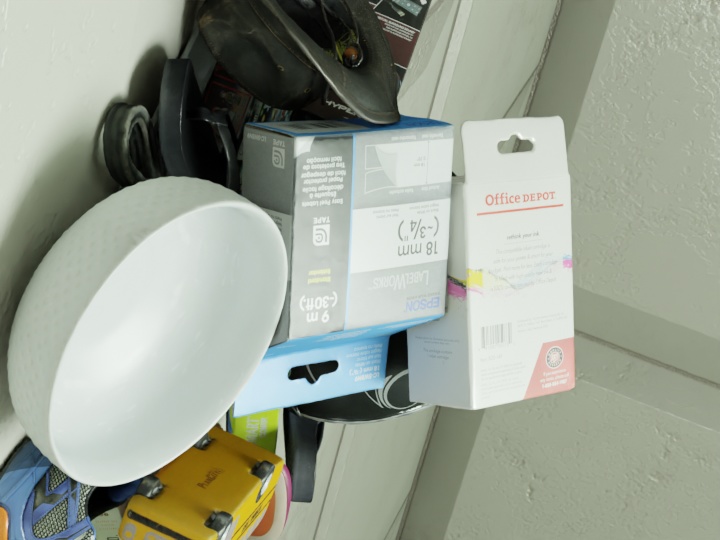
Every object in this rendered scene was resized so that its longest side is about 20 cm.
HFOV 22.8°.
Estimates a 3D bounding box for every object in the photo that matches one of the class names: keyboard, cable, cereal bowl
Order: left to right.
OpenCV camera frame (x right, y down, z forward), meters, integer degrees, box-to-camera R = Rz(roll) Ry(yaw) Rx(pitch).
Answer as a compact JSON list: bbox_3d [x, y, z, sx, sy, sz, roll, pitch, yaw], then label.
[{"bbox_3d":[-0.140,0.027,1.096,0.200,0.083,0.201,-36,146,-30],"label":"cereal bowl"},{"bbox_3d":[-0.133,-0.097,1.208,0.056,0.011,0.201,70,40,-68],"label":"keyboard"},{"bbox_3d":[-0.127,-0.039,1.177,0.201,0.050,0.097,93,20,-46],"label":"cable"}]

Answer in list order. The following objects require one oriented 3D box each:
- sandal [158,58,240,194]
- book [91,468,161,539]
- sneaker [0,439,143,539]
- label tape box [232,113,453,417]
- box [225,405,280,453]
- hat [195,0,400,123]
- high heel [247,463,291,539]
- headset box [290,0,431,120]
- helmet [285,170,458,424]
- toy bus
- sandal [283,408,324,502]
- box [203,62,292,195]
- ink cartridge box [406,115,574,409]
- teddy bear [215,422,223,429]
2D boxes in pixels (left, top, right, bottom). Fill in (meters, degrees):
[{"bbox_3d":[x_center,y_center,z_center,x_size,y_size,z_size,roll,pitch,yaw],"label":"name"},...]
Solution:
[{"bbox_3d":[-0.096,-0.068,1.198,0.201,0.042,0.077,74,14,-51],"label":"sandal"},{"bbox_3d":[-0.154,0.183,1.318,0.134,0.048,0.201,-80,165,-47],"label":"book"},{"bbox_3d":[-0.175,0.120,1.200,0.076,0.078,0.201,100,14,-51],"label":"sneaker"},{"bbox_3d":[-0.010,0.000,1.210,0.143,0.063,0.202,-8,106,-40],"label":"label tape box"},{"bbox_3d":[-0.095,0.106,1.603,0.201,0.047,0.123,99,-9,-47],"label":"box"},{"bbox_3d":[-0.057,-0.165,1.197,0.081,0.202,0.201,-30,-175,21],"label":"hat"},{"bbox_3d":[-0.093,0.196,1.497,0.200,0.067,0.096,-57,-178,43],"label":"high heel"},{"bbox_3d":[0.005,-0.193,1.472,0.149,0.074,0.202,135,-25,-76],"label":"headset box"},{"bbox_3d":[0.000,0.000,1.372,0.200,0.198,0.192,-54,144,-58],"label":"helmet"},{"bbox_3d":[-0.112,0.168,1.240,0.200,0.065,0.079,-44,158,-73],"label":"toy bus"},{"bbox_3d":[-0.045,0.136,1.610,0.201,0.042,0.077,-95,-169,-53],"label":"sandal"},{"bbox_3d":[-0.103,-0.068,1.333,0.137,0.040,0.202,19,91,-81],"label":"box"},{"bbox_3d":[0.093,-0.009,1.289,0.116,0.067,0.202,-7,97,-43],"label":"ink cartridge box"},{"bbox_3d":[-0.151,0.190,1.520,0.200,0.066,0.146,43,65,-80],"label":"teddy bear"}]
